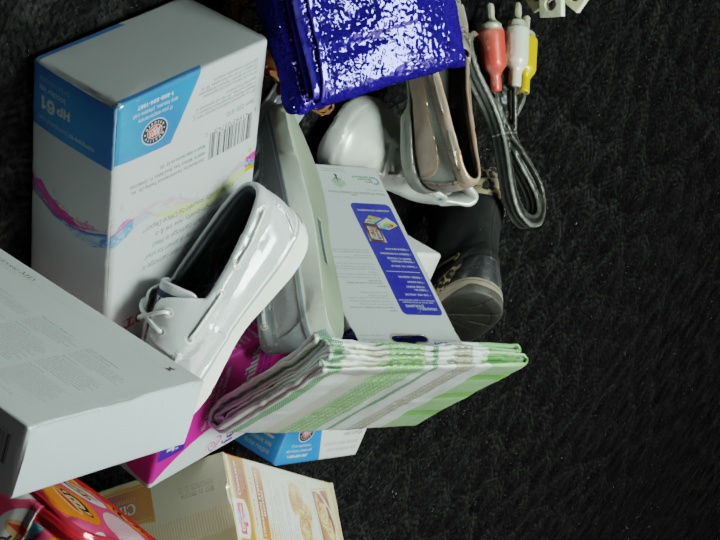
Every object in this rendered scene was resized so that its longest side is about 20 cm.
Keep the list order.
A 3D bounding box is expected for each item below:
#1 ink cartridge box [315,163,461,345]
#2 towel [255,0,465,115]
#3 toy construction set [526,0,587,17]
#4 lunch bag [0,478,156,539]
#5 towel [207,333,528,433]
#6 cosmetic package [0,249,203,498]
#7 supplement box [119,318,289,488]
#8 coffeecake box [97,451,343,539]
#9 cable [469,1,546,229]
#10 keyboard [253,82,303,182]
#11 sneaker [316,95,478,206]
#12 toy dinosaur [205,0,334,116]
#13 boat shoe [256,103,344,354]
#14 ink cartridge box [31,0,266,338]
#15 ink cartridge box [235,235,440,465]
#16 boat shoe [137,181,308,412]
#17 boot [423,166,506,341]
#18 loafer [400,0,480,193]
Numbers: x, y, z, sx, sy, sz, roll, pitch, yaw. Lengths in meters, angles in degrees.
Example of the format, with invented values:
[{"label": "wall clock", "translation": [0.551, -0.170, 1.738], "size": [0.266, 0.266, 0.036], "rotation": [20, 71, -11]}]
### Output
[{"label": "ink cartridge box", "translation": [0.000, 0.000, 1.323], "size": [0.099, 0.201, 0.039], "rotation": [3, 135, -33]}, {"label": "towel", "translation": [-0.006, -0.216, 1.150], "size": [0.147, 0.049, 0.201], "rotation": [-20, 107, -22]}, {"label": "toy construction set", "translation": [0.116, -0.271, 1.368], "size": [0.200, 0.131, 0.093], "rotation": [15, 101, -62]}, {"label": "lunch bag", "translation": [-0.221, 0.162, 1.116], "size": [0.082, 0.199, 0.176], "rotation": [-57, 155, -4]}, {"label": "towel", "translation": [0.006, 0.083, 1.256], "size": [0.199, 0.031, 0.149], "rotation": [2, 157, -41]}, {"label": "cosmetic package", "translation": [-0.216, 0.051, 1.020], "size": [0.150, 0.199, 0.052], "rotation": [-14, 128, -54]}, {"label": "supplement box", "translation": [-0.118, 0.063, 1.301], "size": [0.200, 0.103, 0.102], "rotation": [-26, 143, -46]}, {"label": "coffeecake box", "translation": [-0.123, 0.212, 1.377], "size": [0.200, 0.153, 0.074], "rotation": [30, 45, -63]}, {"label": "cable", "translation": [0.133, -0.140, 1.522], "size": [0.097, 0.050, 0.201], "rotation": [4, 74, -52]}, {"label": "keyboard", "translation": [-0.086, -0.085, 1.330], "size": [0.201, 0.011, 0.056], "rotation": [-57, 157, -9]}, {"label": "sneaker", "translation": [0.040, -0.091, 1.451], "size": [0.200, 0.088, 0.076], "rotation": [11, 107, -61]}, {"label": "toy dinosaur", "translation": [-0.050, -0.190, 1.236], "size": [0.135, 0.102, 0.200], "rotation": [-37, 165, -13]}, {"label": "boat shoe", "translation": [-0.063, -0.031, 1.266], "size": [0.070, 0.071, 0.202], "rotation": [56, 21, -61]}, {"label": "ink cartridge box", "translation": [-0.146, -0.063, 1.163], "size": [0.144, 0.084, 0.201], "rotation": [-32, 140, -43]}, {"label": "ink cartridge box", "translation": [-0.031, 0.055, 1.468], "size": [0.146, 0.084, 0.201], "rotation": [2, 114, -60]}, {"label": "boat shoe", "translation": [-0.113, 0.028, 1.148], "size": [0.200, 0.072, 0.069], "rotation": [-49, 131, -8]}, {"label": "boot", "translation": [0.069, 0.002, 1.575], "size": [0.200, 0.073, 0.151], "rotation": [-38, -146, 52]}, {"label": "loafer", "translation": [0.069, -0.163, 1.387], "size": [0.072, 0.063, 0.202], "rotation": [-10, 99, -47]}]
